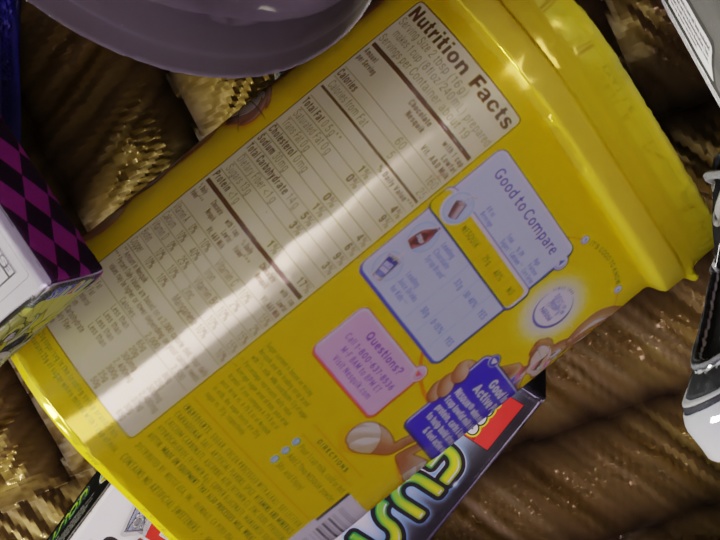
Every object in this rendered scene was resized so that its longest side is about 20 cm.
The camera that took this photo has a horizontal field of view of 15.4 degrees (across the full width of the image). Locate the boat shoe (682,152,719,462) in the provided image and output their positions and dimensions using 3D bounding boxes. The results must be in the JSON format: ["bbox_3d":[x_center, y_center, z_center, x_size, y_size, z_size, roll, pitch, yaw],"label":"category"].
[{"bbox_3d":[0.138,-0.022,0.828,0.068,0.200,0.072,47,139,-11],"label":"boat shoe"}]

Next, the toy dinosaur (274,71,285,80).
[{"bbox_3d":[-0.004,-0.093,0.883,0.088,0.047,0.200,40,106,-17],"label":"toy dinosaur"}]

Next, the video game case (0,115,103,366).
[{"bbox_3d":[-0.196,-0.025,0.823,0.181,0.036,0.200,-41,77,25],"label":"video game case"}]

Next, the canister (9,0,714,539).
[{"bbox_3d":[0.000,0.000,0.849,0.200,0.087,0.149,-39,136,0],"label":"canister"}]

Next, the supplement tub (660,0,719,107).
[{"bbox_3d":[0.147,-0.096,0.771,0.122,0.200,0.123,-10,132,-11],"label":"supplement tub"}]

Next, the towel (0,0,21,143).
[{"bbox_3d":[-0.215,-0.061,0.906,0.199,0.050,0.148,5,115,1],"label":"towel"}]

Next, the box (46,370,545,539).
[{"bbox_3d":[-0.034,0.083,0.972,0.110,0.035,0.200,33,113,-12],"label":"box"}]

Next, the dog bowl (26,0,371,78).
[{"bbox_3d":[-0.063,-0.153,0.782,0.200,0.059,0.200,23,142,19],"label":"dog bowl"}]
